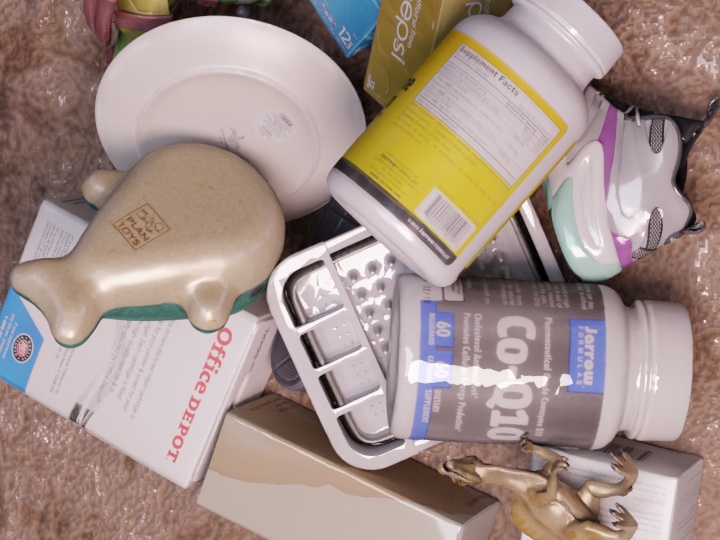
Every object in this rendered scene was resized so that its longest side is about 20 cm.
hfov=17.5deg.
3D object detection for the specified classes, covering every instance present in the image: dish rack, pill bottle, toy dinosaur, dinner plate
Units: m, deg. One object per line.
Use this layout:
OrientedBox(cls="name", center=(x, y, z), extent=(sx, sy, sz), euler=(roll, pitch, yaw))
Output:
OrientedBox(cls="dish rack", center=(0.048, 0.033, 1.664), extent=(0.199, 0.044, 0.173), euler=(-23, 105, 5))
OrientedBox(cls="pill bottle", center=(0.079, -0.096, 1.543), extent=(0.112, 0.112, 0.200), euler=(41, 87, 13))
OrientedBox(cls="toy dinosaur", center=(0.149, 0.168, 1.585), extent=(0.200, 0.058, 0.101), euler=(40, 137, -8))
OrientedBox(cls="dinner plate", center=(-0.095, -0.099, 1.690), extent=(0.198, 0.024, 0.201), euler=(2, 134, 2))
OrientedBox(cls="pill bottle", center=(0.120, 0.064, 1.595), extent=(0.198, 0.114, 0.115), euler=(3, 99, -3))

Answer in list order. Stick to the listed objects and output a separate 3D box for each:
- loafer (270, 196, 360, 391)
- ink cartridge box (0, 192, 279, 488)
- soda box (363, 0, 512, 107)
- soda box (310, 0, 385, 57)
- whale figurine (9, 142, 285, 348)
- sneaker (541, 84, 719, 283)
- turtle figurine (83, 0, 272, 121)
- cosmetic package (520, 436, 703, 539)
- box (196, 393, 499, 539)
OrientedBox(cls="loafer", center=(0.000, 0.000, 1.720), extent=(0.072, 0.063, 0.201), euler=(39, 107, 45))
OrientedBox(cls="ink cartridge box", center=(-0.168, 0.051, 1.772), extent=(0.199, 0.084, 0.147), euler=(29, 106, 16))
OrientedBox(cls="soda box", center=(0.062, -0.197, 1.588), extent=(0.068, 0.064, 0.201), euler=(45, 135, 41))
OrientedBox(cls="soda box", center=(-0.026, -0.260, 1.673), extent=(0.201, 0.064, 0.068), euler=(58, 147, 6))
OrientedBox(cls="whale figurine", center=(-0.147, -0.003, 1.647), extent=(0.159, 0.199, 0.104), euler=(46, 150, 24))
OrientedBox(cls="sneaker", center=(0.180, -0.103, 1.624), extent=(0.139, 0.078, 0.201), euler=(-22, 78, 6))
OrientedBox(cls="turtle figurine", center=(-0.132, -0.199, 1.734), extent=(0.143, 0.200, 0.195), euler=(5, 120, -1))
OrientedBox(cls="cosmetic package", center=(0.170, 0.224, 1.658), extent=(0.112, 0.081, 0.202), euler=(13, 102, 20))
OrientedBox(cls="box", center=(-0.009, 0.171, 1.718), extent=(0.199, 0.095, 0.078), euler=(24, 104, 17))
